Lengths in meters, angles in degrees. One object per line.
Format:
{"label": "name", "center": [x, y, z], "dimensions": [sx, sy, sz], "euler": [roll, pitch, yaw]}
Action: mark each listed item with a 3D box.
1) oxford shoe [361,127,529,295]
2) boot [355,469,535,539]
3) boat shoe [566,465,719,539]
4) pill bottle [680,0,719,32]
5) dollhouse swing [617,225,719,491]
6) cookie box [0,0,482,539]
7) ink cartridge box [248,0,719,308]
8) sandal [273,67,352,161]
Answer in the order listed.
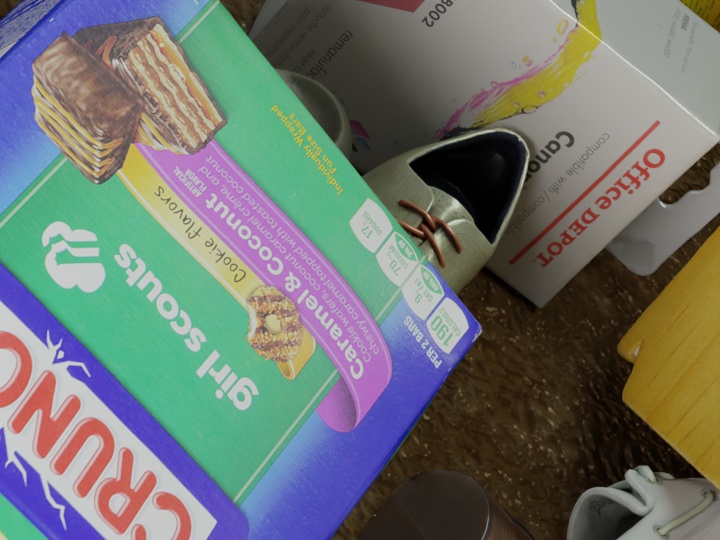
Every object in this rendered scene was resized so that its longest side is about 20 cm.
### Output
{"label": "oxford shoe", "center": [0.000, 0.000, 0.927], "dimensions": [0.071, 0.074, 0.200], "euler": [43, 36, -3]}
{"label": "boot", "center": [0.027, 0.177, 0.785], "dimensions": [0.064, 0.187, 0.200], "euler": [34, -10, 44]}
{"label": "boat shoe", "center": [0.107, 0.100, 0.935], "dimensions": [0.067, 0.074, 0.200], "euler": [46, 35, 4]}
{"label": "pill bottle", "center": [0.110, -0.141, 1.142], "dimensions": [0.200, 0.113, 0.113], "euler": [-17, 67, -51]}
{"label": "dollhouse swing", "center": [0.232, 0.048, 0.953], "dimensions": [0.176, 0.182, 0.200], "euler": [40, 2, -19]}
{"label": "cookie box", "center": [-0.080, 0.024, 0.764], "dimensions": [0.171, 0.075, 0.200], "euler": [51, 49, -14]}
{"label": "ink cartridge box", "center": [0.065, -0.069, 1.022], "dimensions": [0.200, 0.116, 0.068], "euler": [36, 37, -11]}
{"label": "sandal", "center": [-0.087, -0.060, 0.902], "dimensions": [0.199, 0.055, 0.082], "euler": [4, 50, -26]}
